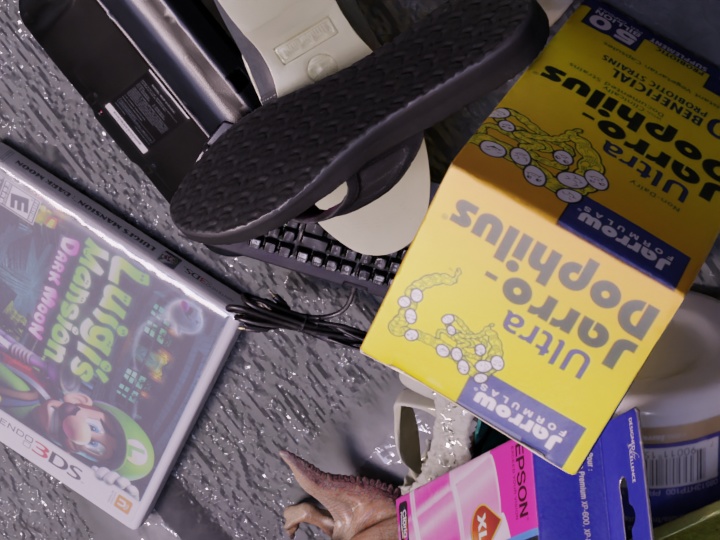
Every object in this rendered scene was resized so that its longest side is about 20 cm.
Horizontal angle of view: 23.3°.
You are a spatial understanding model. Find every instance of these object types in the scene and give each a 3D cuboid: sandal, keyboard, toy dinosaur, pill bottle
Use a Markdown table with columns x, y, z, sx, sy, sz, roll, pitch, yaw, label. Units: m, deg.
| x | y | z | sx | sy | sz | roll | pitch | yaw | label |
| --- | --- | --- | --- | --- | --- | --- | --- | --- | --- |
| 0.002 | -0.059 | 0.803 | 0.200 | 0.075 | 0.048 | -28 | 129 | 17 | sandal |
| 0.000 | 0.000 | 0.929 | 0.200 | 0.021 | 0.127 | 17 | 125 | -1 | keyboard |
| 0.021 | 0.186 | 1.024 | 0.136 | 0.086 | 0.200 | -15 | 94 | 21 | toy dinosaur |
| 0.146 | 0.120 | 0.897 | 0.120 | 0.120 | 0.200 | 7 | 121 | 22 | pill bottle |

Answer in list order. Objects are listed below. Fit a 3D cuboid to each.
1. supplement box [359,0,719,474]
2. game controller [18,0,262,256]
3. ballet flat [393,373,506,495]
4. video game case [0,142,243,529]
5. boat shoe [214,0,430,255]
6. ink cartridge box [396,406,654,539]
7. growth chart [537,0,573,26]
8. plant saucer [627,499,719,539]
| x | y | z | sx | sy | sz | roll | pitch | yaw | label |
| --- | --- | --- | --- | --- | --- | --- | --- | --- | --- |
| 0.100 | -0.023 | 0.786 | 0.109 | 0.200 | 0.110 | 30 | 127 | 7 | supplement box |
| -0.103 | -0.097 | 0.948 | 0.200 | 0.042 | 0.104 | 52 | 140 | -8 | game controller |
| 0.048 | 0.071 | 0.924 | 0.072 | 0.072 | 0.200 | 20 | 139 | 15 | ballet flat |
| -0.178 | 0.045 | 1.069 | 0.182 | 0.023 | 0.200 | 32 | 126 | 5 | video game case |
| -0.024 | -0.101 | 0.859 | 0.071 | 0.063 | 0.200 | -28 | 111 | 4 | boat shoe |
| 0.074 | 0.135 | 0.835 | 0.037 | 0.095 | 0.200 | 6 | 158 | -25 | ink cartridge box |
| 0.016 | -0.168 | 0.803 | 0.200 | 0.145 | 0.018 | 28 | 83 | 7 | growth chart |
| 0.198 | 0.199 | 0.779 | 0.200 | 0.048 | 0.200 | -30 | 65 | 29 | plant saucer |
